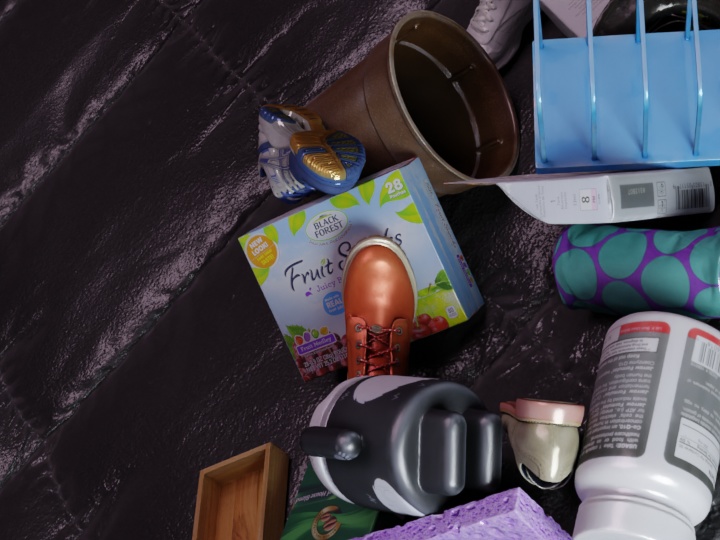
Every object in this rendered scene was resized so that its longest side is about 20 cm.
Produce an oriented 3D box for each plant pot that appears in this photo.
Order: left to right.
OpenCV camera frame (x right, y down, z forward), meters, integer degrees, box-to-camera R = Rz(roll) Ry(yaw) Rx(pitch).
[{"bbox_3d":[0.031,-0.145,1.807,0.198,0.200,0.201,-27,41,37],"label":"plant pot"}]

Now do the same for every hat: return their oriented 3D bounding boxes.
[{"bbox_3d":[0.307,-0.187,1.629,0.200,0.081,0.201,-1,75,4],"label":"hat"}]

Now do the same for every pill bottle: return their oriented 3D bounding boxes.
[{"bbox_3d":[0.240,0.146,1.391,0.114,0.114,0.200,-9,52,40],"label":"pill bottle"}]

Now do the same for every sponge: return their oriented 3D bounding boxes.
[{"bbox_3d":[0.083,0.251,1.459,0.200,0.112,0.030,-22,43,31],"label":"sponge"}]

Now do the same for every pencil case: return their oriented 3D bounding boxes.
[{"bbox_3d":[0.269,-0.004,1.518,0.200,0.085,0.093,1,63,47],"label":"pencil case"}]

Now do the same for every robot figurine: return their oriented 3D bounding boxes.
[{"bbox_3d":[0.040,0.153,1.494,0.200,0.150,0.125,-1,48,54],"label":"robot figurine"}]

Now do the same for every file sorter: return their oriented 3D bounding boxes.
[{"bbox_3d":[0.254,-0.179,1.517,0.200,0.123,0.139,-2,66,7],"label":"file sorter"}]

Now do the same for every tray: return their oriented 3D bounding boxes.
[{"bbox_3d":[-0.125,0.280,1.708,0.099,0.037,0.200,-25,42,29],"label":"tray"}]

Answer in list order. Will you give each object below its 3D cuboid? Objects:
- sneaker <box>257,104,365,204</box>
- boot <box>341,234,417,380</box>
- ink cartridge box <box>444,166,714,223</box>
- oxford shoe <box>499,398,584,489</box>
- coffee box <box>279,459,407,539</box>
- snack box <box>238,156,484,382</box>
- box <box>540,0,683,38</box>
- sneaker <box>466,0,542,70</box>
[{"bbox_3d":[-0.051,-0.103,1.714,0.200,0.075,0.088,-133,48,-60],"label":"sneaker"},{"bbox_3d":[0.019,0.070,1.618,0.075,0.200,0.107,-1,19,1],"label":"boot"},{"bbox_3d":[0.205,-0.070,1.583,0.200,0.162,0.057,-5,92,46],"label":"ink cartridge box"},{"bbox_3d":[0.153,0.151,1.451,0.071,0.200,0.074,5,83,6],"label":"oxford shoe"},{"bbox_3d":[-0.023,0.264,1.611,0.123,0.044,0.200,-3,56,44],"label":"coffee box"},{"bbox_3d":[0.000,0.000,1.708,0.200,0.169,0.068,-21,6,25],"label":"snack box"},{"bbox_3d":[0.277,-0.292,1.746,0.152,0.106,0.200,-42,37,8],"label":"box"},{"bbox_3d":[0.155,-0.302,1.884,0.200,0.100,0.075,-50,39,1],"label":"sneaker"}]
